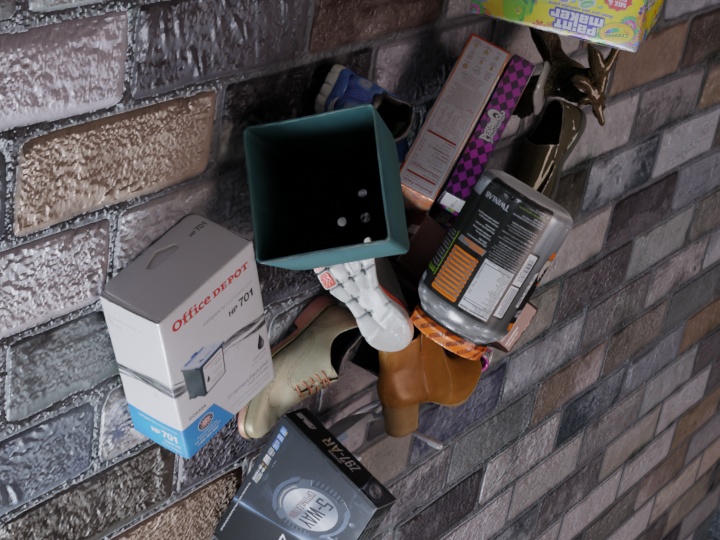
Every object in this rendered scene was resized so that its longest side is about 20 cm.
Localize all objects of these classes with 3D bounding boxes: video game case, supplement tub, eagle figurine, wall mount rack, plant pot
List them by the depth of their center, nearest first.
[{"bbox_3d":[-0.019,-0.072,1.535,0.200,0.140,0.142,29,53,-72],"label":"plant pot"},{"bbox_3d":[0.147,-0.005,1.672,0.201,0.122,0.122,-60,152,12],"label":"supplement tub"},{"bbox_3d":[0.143,-0.148,1.796,0.201,0.036,0.181,-62,179,-16],"label":"video game case"},{"bbox_3d":[-0.005,0.231,1.807,0.200,0.173,0.075,-34,99,-43],"label":"wall mount rack"},{"bbox_3d":[0.248,-0.257,1.847,0.152,0.200,0.151,-47,132,-4],"label":"eagle figurine"}]

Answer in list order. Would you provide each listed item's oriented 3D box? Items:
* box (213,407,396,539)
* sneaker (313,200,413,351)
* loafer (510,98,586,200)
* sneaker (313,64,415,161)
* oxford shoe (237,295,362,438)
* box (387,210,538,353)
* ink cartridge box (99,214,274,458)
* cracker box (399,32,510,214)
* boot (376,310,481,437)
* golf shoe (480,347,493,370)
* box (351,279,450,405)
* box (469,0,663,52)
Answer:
[{"bbox_3d":[-0.069,0.288,1.693,0.043,0.160,0.201,-11,139,-55],"label":"box"},{"bbox_3d":[0.000,0.000,1.704,0.082,0.077,0.201,-74,141,-63],"label":"sneaker"},{"bbox_3d":[0.246,-0.156,2.030,0.070,0.075,0.201,38,73,-49],"label":"loafer"},{"bbox_3d":[0.019,-0.157,1.618,0.079,0.089,0.200,-62,157,-4],"label":"sneaker"},{"bbox_3d":[-0.069,0.120,1.701,0.200,0.074,0.071,-55,149,-18],"label":"oxford shoe"},{"bbox_3d":[0.114,0.013,1.793,0.200,0.100,0.075,41,81,-21],"label":"box"},{"bbox_3d":[-0.173,0.068,1.481,0.146,0.086,0.201,-44,146,-34],"label":"ink cartridge box"},{"bbox_3d":[0.104,-0.171,1.732,0.201,0.057,0.134,-62,180,-5],"label":"cracker box"},{"bbox_3d":[0.091,0.106,1.812,0.201,0.070,0.145,-35,134,-44],"label":"boot"},{"bbox_3d":[0.157,0.114,2.057,0.200,0.091,0.076,-26,131,-51],"label":"golf shoe"},{"bbox_3d":[0.088,0.062,1.919,0.201,0.079,0.141,-63,154,-4],"label":"box"},{"bbox_3d":[0.255,-0.356,1.700,0.193,0.199,0.123,-49,152,-61],"label":"box"}]
